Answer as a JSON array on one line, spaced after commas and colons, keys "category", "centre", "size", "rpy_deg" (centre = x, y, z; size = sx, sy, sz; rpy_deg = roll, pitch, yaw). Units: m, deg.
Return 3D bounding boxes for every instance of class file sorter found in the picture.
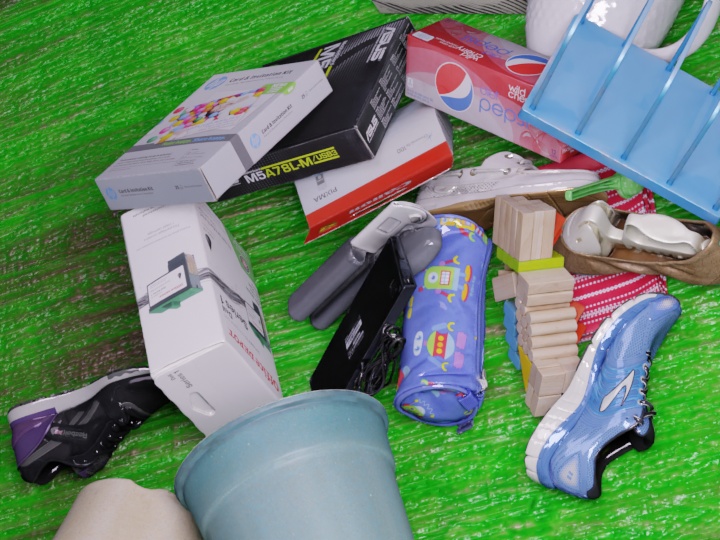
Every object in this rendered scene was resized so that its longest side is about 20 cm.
[{"category": "file sorter", "centre": [0.268, -0.166, 1.608], "size": [0.200, 0.123, 0.139], "rpy_deg": [29, 54, 3]}]

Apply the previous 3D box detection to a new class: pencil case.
[{"category": "pencil case", "centre": [0.080, 0.046, 1.693], "size": [0.086, 0.078, 0.201], "rpy_deg": [-5, 58, 18]}]

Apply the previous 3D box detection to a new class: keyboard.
[{"category": "keyboard", "centre": [0.012, 0.071, 1.685], "size": [0.104, 0.039, 0.200], "rpy_deg": [-102, 31, -45]}]

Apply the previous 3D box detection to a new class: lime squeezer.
[{"category": "lime squeezer", "centre": [0.267, -0.078, 1.668], "size": [0.199, 0.038, 0.071], "rpy_deg": [-5, 31, -16]}]

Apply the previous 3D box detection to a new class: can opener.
[{"category": "can opener", "centre": [0.000, 0.000, 1.725], "size": [0.200, 0.053, 0.067], "rpy_deg": [-39, 37, 42]}]

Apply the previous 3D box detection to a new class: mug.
[{"category": "mug", "centre": [0.254, -0.261, 1.750], "size": [0.200, 0.148, 0.176], "rpy_deg": [18, 83, 39]}]

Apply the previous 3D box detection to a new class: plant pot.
[{"category": "plant pot", "centre": [-0.035, 0.238, 1.570], "size": [0.200, 0.200, 0.197], "rpy_deg": [-30, 58, 8]}, {"category": "plant pot", "centre": [-0.219, 0.297, 1.638], "size": [0.200, 0.201, 0.184], "rpy_deg": [-4, 47, 26]}]

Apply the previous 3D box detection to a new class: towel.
[{"category": "towel", "centre": [0.207, -0.025, 1.707], "size": [0.144, 0.022, 0.201], "rpy_deg": [-17, 54, 19]}]

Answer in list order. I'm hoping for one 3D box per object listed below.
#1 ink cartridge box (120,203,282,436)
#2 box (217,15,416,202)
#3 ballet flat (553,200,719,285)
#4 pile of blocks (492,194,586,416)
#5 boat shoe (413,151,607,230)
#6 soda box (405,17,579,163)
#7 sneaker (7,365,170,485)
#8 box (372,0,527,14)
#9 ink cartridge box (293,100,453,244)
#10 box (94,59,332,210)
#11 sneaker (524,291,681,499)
[{"category": "ink cartridge box", "centre": [-0.152, 0.043, 1.777], "size": [0.084, 0.146, 0.201], "rpy_deg": [-25, 52, 10]}, {"category": "box", "centre": [-0.047, -0.164, 1.863], "size": [0.193, 0.048, 0.200], "rpy_deg": [-16, 33, 33]}, {"category": "ballet flat", "centre": [0.240, -0.029, 1.631], "size": [0.199, 0.072, 0.068], "rpy_deg": [11, 67, 34]}, {"category": "pile of blocks", "centre": [0.166, 0.028, 1.649], "size": [0.062, 0.082, 0.201], "rpy_deg": [-6, 88, -21]}, {"category": "boat shoe", "centre": [0.138, -0.081, 1.722], "size": [0.199, 0.071, 0.070], "rpy_deg": [-5, 62, 30]}, {"category": "soda box", "centre": [0.135, -0.173, 1.741], "size": [0.200, 0.070, 0.063], "rpy_deg": [28, 40, 37]}, {"category": "sneaker", "centre": [-0.254, 0.159, 1.819], "size": [0.199, 0.076, 0.088], "rpy_deg": [-20, 67, 21]}, {"category": "box", "centre": [0.104, -0.319, 1.923], "size": [0.199, 0.068, 0.082], "rpy_deg": [6, 63, 32]}, {"category": "ink cartridge box", "centre": [0.011, -0.101, 1.777], "size": [0.160, 0.047, 0.200], "rpy_deg": [-27, 12, 10]}, {"category": "box", "centre": [-0.143, -0.133, 1.801], "size": [0.156, 0.041, 0.200], "rpy_deg": [-2, 33, 43]}, {"category": "sneaker", "centre": [0.227, 0.112, 1.584], "size": [0.089, 0.079, 0.200], "rpy_deg": [28, 82, 27]}]
